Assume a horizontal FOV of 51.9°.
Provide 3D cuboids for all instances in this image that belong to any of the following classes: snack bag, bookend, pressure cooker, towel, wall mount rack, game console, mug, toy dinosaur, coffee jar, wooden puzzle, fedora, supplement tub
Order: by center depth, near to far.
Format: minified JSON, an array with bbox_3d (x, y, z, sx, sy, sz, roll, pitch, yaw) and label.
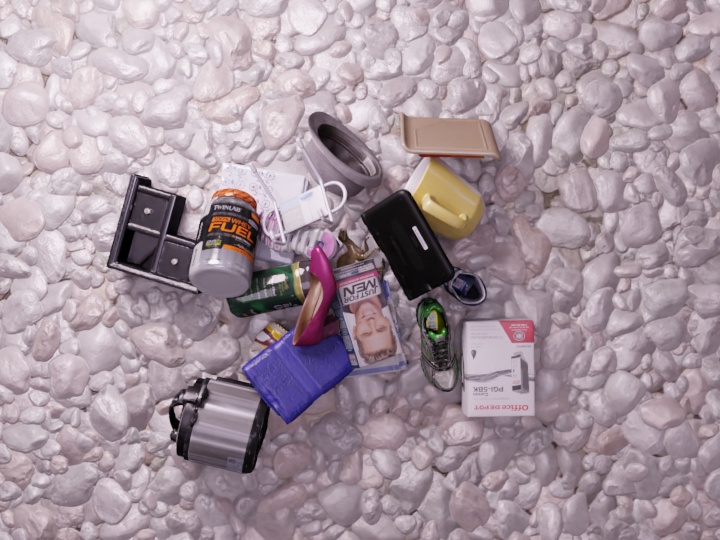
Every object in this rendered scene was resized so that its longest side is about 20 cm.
[{"bbox_3d":[-0.134,-0.151,1.461,0.200,0.075,0.174,-23,74,20],"label":"wall mount rack"},{"bbox_3d":[-0.266,-0.057,1.474,0.122,0.123,0.201,3,58,0],"label":"supplement tub"},{"bbox_3d":[-0.119,0.194,1.491,0.200,0.050,0.148,-37,85,-18],"label":"towel"},{"bbox_3d":[0.095,-0.052,1.493,0.176,0.116,0.200,-30,91,34],"label":"game console"},{"bbox_3d":[-0.293,0.310,1.506,0.199,0.179,0.177,13,94,-1],"label":"pressure cooker"},{"bbox_3d":[0.179,-0.269,1.507,0.199,0.185,0.037,6,122,-2],"label":"wooden puzzle"},{"bbox_3d":[0.165,-0.127,1.510,0.153,0.149,0.187,31,49,-9],"label":"mug"},{"bbox_3d":[-0.051,-0.224,1.524,0.200,0.177,0.090,38,120,-11],"label":"fedora"},{"bbox_3d":[-0.171,0.038,1.527,0.199,0.104,0.086,-12,76,8],"label":"coffee jar"},{"bbox_3d":[-0.395,-0.074,1.537,0.199,0.092,0.199,17,94,2],"label":"bookend"},{"bbox_3d":[0.012,0.125,1.556,0.146,0.024,0.201,-11,97,15],"label":"towel"},{"bbox_3d":[0.000,0.000,1.571,0.101,0.058,0.201,-4,106,11],"label":"toy dinosaur"},{"bbox_3d":[-0.220,-0.118,1.578,0.188,0.021,0.201,11,91,0],"label":"snack bag"}]

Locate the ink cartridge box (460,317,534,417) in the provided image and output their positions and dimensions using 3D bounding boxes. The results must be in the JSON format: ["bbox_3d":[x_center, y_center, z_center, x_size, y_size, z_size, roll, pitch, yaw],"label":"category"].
[{"bbox_3d":[0.287,0.202,1.548,0.146,0.083,0.201,-2,90,-1],"label":"ink cartridge box"}]

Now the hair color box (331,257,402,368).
[{"bbox_3d":[0.004,0.086,1.479,0.100,0.061,0.201,-18,89,-20],"label":"hair color box"}]

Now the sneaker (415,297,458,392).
[{"bbox_3d":[0.158,0.159,1.548,0.078,0.085,0.201,-15,91,0],"label":"sneaker"}]

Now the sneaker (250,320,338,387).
[{"bbox_3d":[-0.137,0.197,1.558,0.200,0.075,0.090,39,88,9],"label":"sneaker"}]

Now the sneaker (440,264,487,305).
[{"bbox_3d":[0.176,0.011,1.534,0.200,0.109,0.070,30,90,0],"label":"sneaker"}]

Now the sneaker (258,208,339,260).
[{"bbox_3d":[-0.126,-0.067,1.537,0.200,0.088,0.081,22,94,21],"label":"sneaker"}]

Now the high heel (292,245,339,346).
[{"bbox_3d":[-0.097,0.054,1.432,0.096,0.067,0.201,-17,112,-23],"label":"high heel"}]
